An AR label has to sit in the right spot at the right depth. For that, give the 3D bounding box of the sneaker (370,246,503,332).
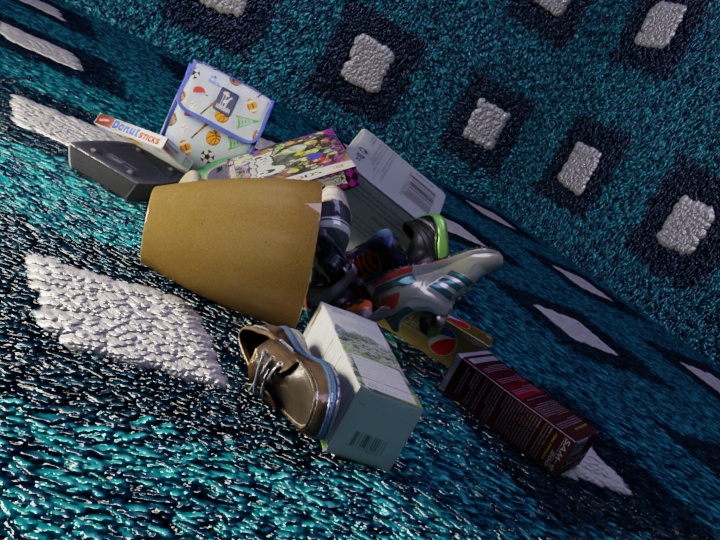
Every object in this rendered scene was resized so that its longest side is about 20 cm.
[{"bbox_3d":[0.116,0.030,1.136,0.197,0.095,0.070,-13,-7,-18],"label":"sneaker"}]

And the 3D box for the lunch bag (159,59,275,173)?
[{"bbox_3d":[-0.267,-0.255,1.462,0.168,0.202,0.124,25,13,-15],"label":"lunch bag"}]

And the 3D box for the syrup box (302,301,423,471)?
[{"bbox_3d":[-0.009,0.119,0.882,0.078,0.082,0.200,23,14,-22],"label":"syrup box"}]

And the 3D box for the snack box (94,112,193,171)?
[{"bbox_3d":[-0.368,-0.218,1.369,0.199,0.025,0.072,23,-12,37],"label":"snack box"}]

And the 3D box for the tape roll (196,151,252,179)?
[{"bbox_3d":[-0.181,-0.145,1.337,0.197,0.049,0.201,-5,25,3],"label":"tape roll"}]

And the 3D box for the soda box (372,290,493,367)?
[{"bbox_3d":[0.106,0.087,1.266,0.198,0.065,0.068,30,14,7],"label":"soda box"}]

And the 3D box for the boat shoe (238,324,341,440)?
[{"bbox_3d":[-0.081,0.110,0.820,0.072,0.073,0.200,16,8,-25],"label":"boat shoe"}]

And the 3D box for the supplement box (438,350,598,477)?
[{"bbox_3d":[0.218,0.192,1.118,0.199,0.061,0.108,36,16,29],"label":"supplement box"}]

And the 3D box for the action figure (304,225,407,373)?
[{"bbox_3d":[-0.030,0.044,1.062,0.193,0.104,0.201,36,-17,49],"label":"action figure"}]

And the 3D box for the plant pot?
[{"bbox_3d":[-0.161,-0.035,0.990,0.197,0.189,0.187,10,17,-11],"label":"plant pot"}]

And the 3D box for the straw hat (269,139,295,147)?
[{"bbox_3d":[-0.138,-0.201,1.537,0.198,0.086,0.201,-17,4,1],"label":"straw hat"}]

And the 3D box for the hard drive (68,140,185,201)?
[{"bbox_3d":[-0.357,-0.155,1.254,0.134,0.043,0.200,30,13,4],"label":"hard drive"}]

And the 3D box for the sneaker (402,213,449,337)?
[{"bbox_3d":[0.094,0.010,1.220,0.082,0.202,0.077,-3,-30,5],"label":"sneaker"}]

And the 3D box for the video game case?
[{"bbox_3d":[-0.106,-0.147,1.209,0.179,0.036,0.200,-17,27,-4],"label":"video game case"}]

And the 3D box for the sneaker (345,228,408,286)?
[{"bbox_3d":[0.000,0.000,1.204,0.078,0.199,0.076,-32,90,-36],"label":"sneaker"}]

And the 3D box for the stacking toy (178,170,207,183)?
[{"bbox_3d":[-0.191,-0.067,1.224,0.199,0.086,0.085,30,11,-26],"label":"stacking toy"}]

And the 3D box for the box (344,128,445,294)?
[{"bbox_3d":[0.013,-0.099,1.386,0.199,0.172,0.199,37,27,-5],"label":"box"}]

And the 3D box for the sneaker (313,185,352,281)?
[{"bbox_3d":[-0.054,-0.042,1.144,0.077,0.200,0.080,11,60,-15],"label":"sneaker"}]
